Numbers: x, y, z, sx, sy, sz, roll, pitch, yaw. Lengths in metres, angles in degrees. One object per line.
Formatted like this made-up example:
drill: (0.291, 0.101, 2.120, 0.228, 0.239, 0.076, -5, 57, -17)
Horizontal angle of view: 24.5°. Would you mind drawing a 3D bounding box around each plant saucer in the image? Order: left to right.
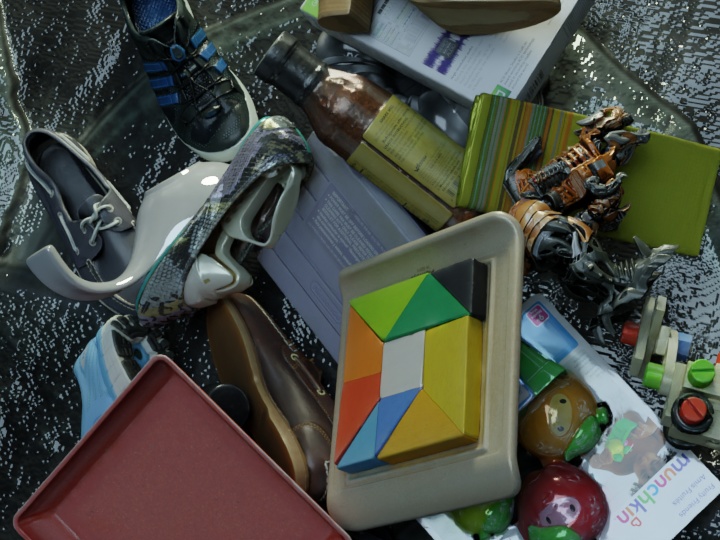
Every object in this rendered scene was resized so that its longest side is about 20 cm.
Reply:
plant saucer: (-0.130, 0.189, 1.233, 0.200, 0.037, 0.200, 44, 113, 2)

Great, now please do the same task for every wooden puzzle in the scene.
wooden puzzle: (0.040, 0.072, 1.179, 0.184, 0.037, 0.201, -20, 61, 44)

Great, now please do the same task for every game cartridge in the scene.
game cartridge: (0.000, 0.000, 1.293, 0.200, 0.038, 0.130, 52, 120, 24)

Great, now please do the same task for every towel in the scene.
towel: (0.170, -0.070, 1.240, 0.199, 0.018, 0.087, 11, 96, -15)

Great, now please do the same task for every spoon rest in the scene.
spoon rest: (-0.170, -0.030, 1.323, 0.099, 0.200, 0.061, -22, 98, 52)

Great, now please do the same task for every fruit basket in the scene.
fruit basket: (0.129, 0.146, 1.208, 0.185, 0.094, 0.200, -42, 69, 1)

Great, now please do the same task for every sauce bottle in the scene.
sauce bottle: (0.011, -0.106, 1.252, 0.200, 0.066, 0.066, 39, 87, -4)

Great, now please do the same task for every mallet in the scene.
mallet: (-0.105, 0.186, 1.286, 0.041, 0.066, 0.202, -7, 93, -22)

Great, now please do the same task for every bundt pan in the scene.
bundt pan: (0.048, -0.159, 1.337, 0.200, 0.076, 0.203, -5, 72, 15)

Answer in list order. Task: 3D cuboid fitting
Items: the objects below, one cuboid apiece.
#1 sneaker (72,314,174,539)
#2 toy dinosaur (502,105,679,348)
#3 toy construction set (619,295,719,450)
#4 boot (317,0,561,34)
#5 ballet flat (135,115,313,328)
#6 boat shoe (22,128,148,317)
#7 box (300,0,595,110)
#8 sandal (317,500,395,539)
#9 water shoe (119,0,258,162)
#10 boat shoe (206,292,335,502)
sneaker: (-0.176, 0.141, 1.326, 0.090, 0.078, 0.201, -31, 70, 35)
toy dinosaur: (0.149, -0.020, 1.198, 0.135, 0.102, 0.201, 37, 102, 8)
toy construction set: (0.277, 0.073, 1.179, 0.199, 0.092, 0.132, 8, 65, 20)
boot: (0.059, -0.254, 1.245, 0.200, 0.071, 0.145, 3, 77, 23)
ballet flat: (-0.101, -0.024, 1.287, 0.072, 0.072, 0.201, 39, 100, 24)
boat shoe: (-0.226, -0.039, 1.391, 0.072, 0.063, 0.200, -36, 68, 1)
box: (0.071, -0.214, 1.288, 0.199, 0.036, 0.145, 31, 84, 22)
sandal: (0.003, 0.227, 1.247, 0.076, 0.043, 0.200, -47, 66, -1)
water shoe: (-0.157, -0.177, 1.404, 0.071, 0.079, 0.201, -35, 67, 4)
boat shoe: (-0.060, 0.097, 1.298, 0.070, 0.071, 0.201, -10, 53, -26)
